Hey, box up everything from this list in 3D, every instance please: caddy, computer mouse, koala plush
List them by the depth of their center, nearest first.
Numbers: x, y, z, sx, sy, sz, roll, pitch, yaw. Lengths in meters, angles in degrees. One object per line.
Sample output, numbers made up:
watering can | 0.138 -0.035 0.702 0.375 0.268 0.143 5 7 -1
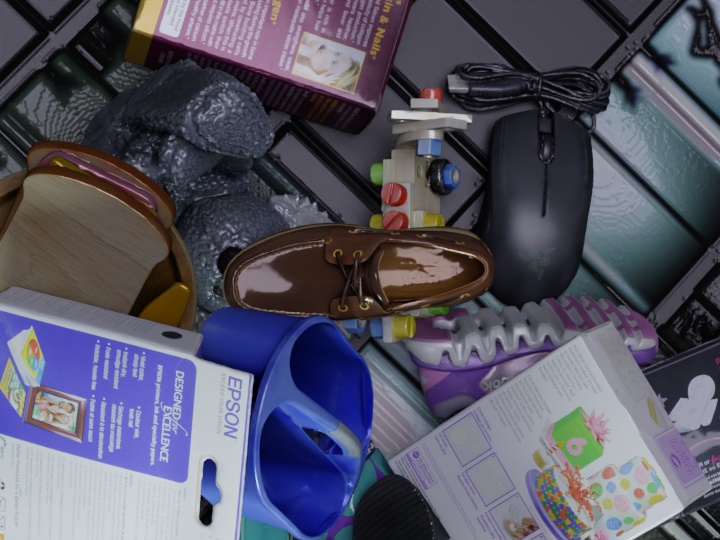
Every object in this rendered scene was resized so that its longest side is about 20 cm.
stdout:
caddy | -0.050 0.109 1.573 0.105 0.200 0.141 13 71 24
koala plush | -0.117 -0.040 1.676 0.177 0.184 0.200 -42 113 0
computer mouse | 0.136 -0.070 1.759 0.138 0.053 0.200 3 84 -10

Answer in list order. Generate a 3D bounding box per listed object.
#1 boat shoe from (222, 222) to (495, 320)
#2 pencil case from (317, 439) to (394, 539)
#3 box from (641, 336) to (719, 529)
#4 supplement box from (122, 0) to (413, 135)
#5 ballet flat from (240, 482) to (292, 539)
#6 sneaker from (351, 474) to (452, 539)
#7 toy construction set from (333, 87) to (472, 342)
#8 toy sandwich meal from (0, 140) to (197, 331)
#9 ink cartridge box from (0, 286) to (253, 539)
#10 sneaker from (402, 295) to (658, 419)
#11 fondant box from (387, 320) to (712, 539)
boat shoe | 0.000 0.000 1.600 0.200 0.068 0.072 -5 93 -7
pencil case | 0.040 0.226 1.696 0.200 0.085 0.092 50 51 -3
box | 0.249 0.126 1.719 0.200 0.132 0.115 -21 85 -12
supplement box | -0.069 -0.202 1.712 0.200 0.103 0.131 19 79 -7
ballet flat | -0.081 0.255 1.686 0.067 0.062 0.200 4 93 -23
sneaker | 0.058 0.243 1.615 0.074 0.089 0.200 -34 59 17
toy construction set | 0.031 -0.042 1.695 0.092 0.131 0.200 16 92 28
toy sandwich meal | -0.204 0.016 1.536 0.205 0.070 0.205 1 106 3
ink cartridge box | -0.163 0.125 1.505 0.200 0.043 0.198 15 116 17
sneaker | 0.133 0.075 1.731 0.200 0.080 0.089 -4 110 -4
fondant box | 0.136 0.150 1.623 0.200 0.058 0.144 -36 80 33
